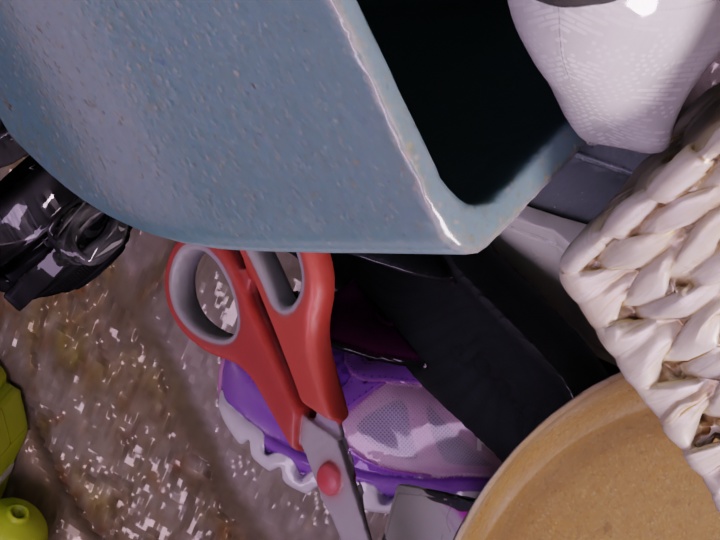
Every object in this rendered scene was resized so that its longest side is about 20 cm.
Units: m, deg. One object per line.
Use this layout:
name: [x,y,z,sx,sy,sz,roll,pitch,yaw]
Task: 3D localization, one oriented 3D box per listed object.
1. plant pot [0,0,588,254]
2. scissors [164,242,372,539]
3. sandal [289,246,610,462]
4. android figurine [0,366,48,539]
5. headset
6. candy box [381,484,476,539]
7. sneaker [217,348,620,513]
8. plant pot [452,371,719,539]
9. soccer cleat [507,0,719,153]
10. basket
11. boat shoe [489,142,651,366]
plant pot: [-0.031,-0.123,0.717,0.199,0.196,0.197,-9,115,45]
scissors: [-0.009,0.050,0.756,0.073,0.014,0.201,-51,56,35]
sandal: [0.001,0.000,0.795,0.200,0.048,0.076,41,144,30]
android figurine: [-0.209,0.078,1.013,0.181,0.041,0.201,32,129,5]
headset: [-0.130,-0.035,0.855,0.199,0.094,0.124,3,132,45]
candy box: [0.046,0.172,0.830,0.061,0.137,0.200,9,159,21]
sneaker: [0.049,0.042,0.848,0.199,0.081,0.089,14,118,12]
plant pot: [0.105,0.124,0.736,0.200,0.200,0.027,53,163,-12]
soccer cleat: [0.100,-0.118,0.663,0.070,0.200,0.087,18,149,32]
basket: [0.159,-0.021,0.679,0.124,0.200,0.135,49,127,-1]
boat shoe: [0.058,-0.027,0.806,0.199,0.062,0.073,29,148,30]
